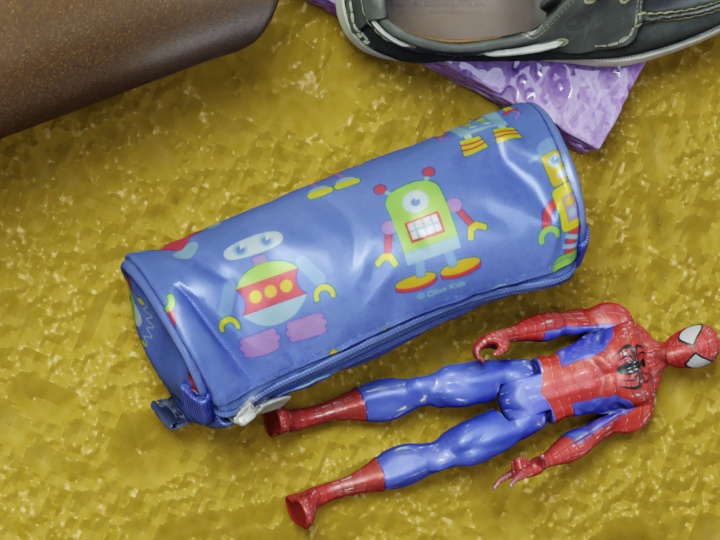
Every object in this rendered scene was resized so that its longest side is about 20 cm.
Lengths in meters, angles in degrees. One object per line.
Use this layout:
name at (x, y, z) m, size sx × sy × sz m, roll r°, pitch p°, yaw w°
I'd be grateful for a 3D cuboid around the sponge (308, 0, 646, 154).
sponge at (0.041, -0.145, 1.142) m, size 0.199 × 0.030 × 0.112 m, roll 28°, pitch 84°, yaw -10°

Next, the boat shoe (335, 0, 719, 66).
boat shoe at (0.092, -0.121, 1.101) m, size 0.199 × 0.068 × 0.072 m, roll -8°, pitch 89°, yaw -10°

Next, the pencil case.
pencil case at (0.000, 0.000, 1.105) m, size 0.199 × 0.078 × 0.087 m, roll -22°, pitch 70°, yaw -11°

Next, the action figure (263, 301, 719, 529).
action figure at (0.062, 0.057, 1.135) m, size 0.199 × 0.052 × 0.066 m, roll -17°, pitch 89°, yaw -14°

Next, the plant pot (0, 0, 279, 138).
plant pot at (-0.147, -0.134, 1.019) m, size 0.198 × 0.200 × 0.201 m, roll -17°, pitch 92°, yaw -28°
